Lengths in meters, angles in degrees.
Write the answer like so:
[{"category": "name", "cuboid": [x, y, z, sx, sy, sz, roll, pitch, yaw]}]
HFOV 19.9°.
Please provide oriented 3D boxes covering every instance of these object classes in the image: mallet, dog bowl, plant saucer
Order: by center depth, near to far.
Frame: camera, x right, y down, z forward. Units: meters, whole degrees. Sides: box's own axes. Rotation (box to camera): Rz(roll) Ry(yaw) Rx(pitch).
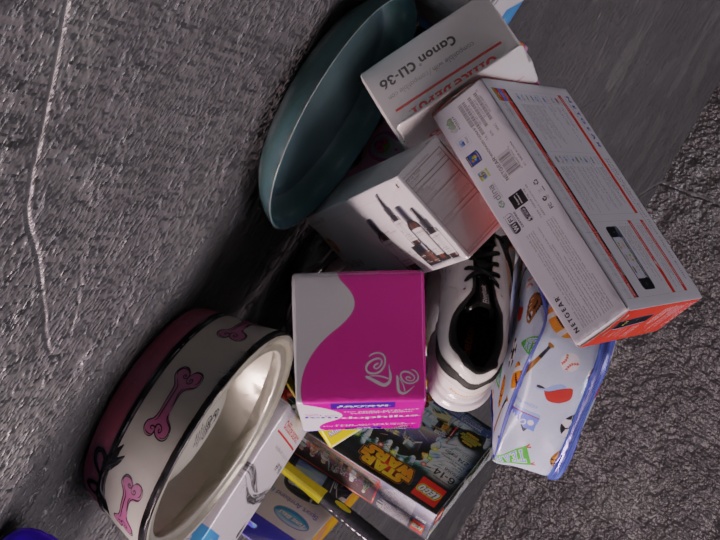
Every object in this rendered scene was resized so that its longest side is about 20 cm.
[{"category": "plant saucer", "cuboid": [-0.022, -0.124, 1.551, 0.201, 0.027, 0.200, -55, 167, -19]}, {"category": "dog bowl", "cuboid": [-0.134, 0.116, 1.568, 0.201, 0.073, 0.201, -54, 166, -21]}, {"category": "mallet", "cuboid": [-0.035, 0.193, 1.847, 0.041, 0.199, 0.066, -55, -178, 40]}]

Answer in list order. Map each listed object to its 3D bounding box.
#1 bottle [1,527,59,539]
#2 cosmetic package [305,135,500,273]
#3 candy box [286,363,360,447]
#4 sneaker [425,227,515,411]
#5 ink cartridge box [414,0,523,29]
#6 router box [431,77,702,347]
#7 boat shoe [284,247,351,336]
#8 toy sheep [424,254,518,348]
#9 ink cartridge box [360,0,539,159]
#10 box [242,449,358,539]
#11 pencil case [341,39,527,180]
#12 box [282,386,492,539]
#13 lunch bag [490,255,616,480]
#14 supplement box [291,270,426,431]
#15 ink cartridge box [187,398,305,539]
[{"category": "bottle", "cuboid": [-0.241, 0.260, 1.506, 0.084, 0.065, 0.201, -53, 166, -28]}, {"category": "cosmetic package", "cuboid": [0.030, -0.039, 1.556, 0.051, 0.083, 0.200, -43, -172, -20]}, {"category": "candy box", "cuboid": [-0.009, 0.093, 1.802, 0.102, 0.027, 0.200, -29, -163, -6]}, {"category": "sneaker", "cuboid": [0.094, 0.005, 1.606, 0.080, 0.073, 0.202, 123, -29, -70]}, {"category": "ink cartridge box", "cuboid": [0.090, -0.250, 1.594, 0.116, 0.066, 0.200, -57, 167, -3]}, {"category": "router box", "cuboid": [0.156, -0.044, 1.519, 0.049, 0.201, 0.179, -37, 166, 22]}, {"category": "boat shoe", "cuboid": [0.000, 0.000, 1.709, 0.200, 0.067, 0.057, -44, -158, 42]}, {"category": "toy sheep", "cuboid": [0.078, 0.016, 1.786, 0.138, 0.199, 0.139, -33, 130, -50]}, {"category": "ink cartridge box", "cuboid": [0.071, -0.140, 1.571, 0.116, 0.068, 0.200, -34, 168, 2]}, {"category": "box", "cuboid": [-0.066, 0.191, 1.893, 0.200, 0.119, 0.042, -44, 162, -47]}, {"category": "pencil case", "cuboid": [0.059, -0.128, 1.734, 0.201, 0.087, 0.087, -59, 167, 4]}, {"category": "box", "cuboid": [0.015, 0.147, 1.914, 0.137, 0.199, 0.040, -46, 162, -46]}, {"category": "lunch bag", "cuboid": [0.148, 0.061, 1.625, 0.201, 0.075, 0.161, -82, -173, -60]}, {"category": "supplement box", "cuboid": [-0.001, 0.066, 1.610, 0.200, 0.100, 0.104, 86, 2, -78]}, {"category": "ink cartridge box", "cuboid": [-0.110, 0.156, 1.730, 0.201, 0.066, 0.116, -57, 167, -9]}]
